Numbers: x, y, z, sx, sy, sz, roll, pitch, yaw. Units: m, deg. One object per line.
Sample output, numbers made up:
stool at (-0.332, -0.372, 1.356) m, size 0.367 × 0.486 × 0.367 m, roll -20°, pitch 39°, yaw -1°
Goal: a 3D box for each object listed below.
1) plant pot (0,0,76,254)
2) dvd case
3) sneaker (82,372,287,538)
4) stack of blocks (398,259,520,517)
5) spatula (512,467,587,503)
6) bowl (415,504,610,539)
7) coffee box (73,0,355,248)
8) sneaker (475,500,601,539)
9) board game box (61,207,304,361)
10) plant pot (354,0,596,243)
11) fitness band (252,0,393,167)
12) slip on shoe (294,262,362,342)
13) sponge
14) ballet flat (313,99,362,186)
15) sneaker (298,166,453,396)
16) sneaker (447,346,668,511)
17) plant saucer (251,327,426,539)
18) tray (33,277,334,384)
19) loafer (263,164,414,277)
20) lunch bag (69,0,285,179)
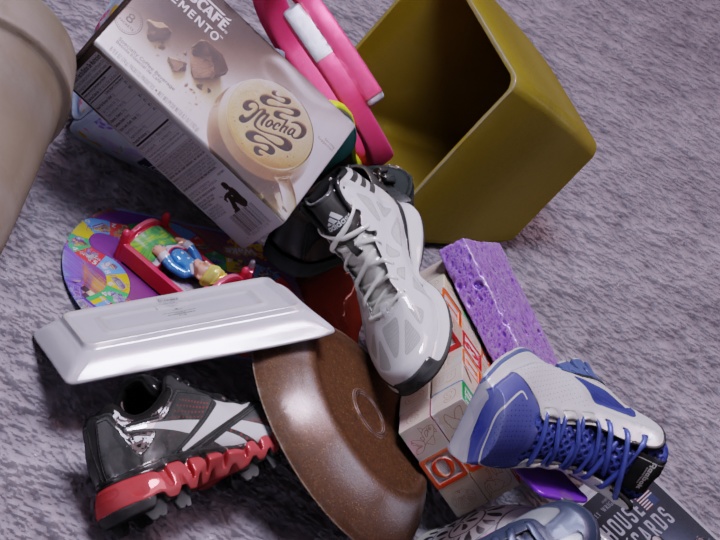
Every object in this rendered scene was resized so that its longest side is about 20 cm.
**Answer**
plant pot at (-0.304, -0.088, 1.295) m, size 0.199 × 0.200 × 0.175 m, roll 17°, pitch 51°, yaw -27°
dvd case at (0.256, 0.246, 1.509) m, size 0.200 × 0.025 × 0.150 m, roll 44°, pitch 32°, yaw 13°
sneaker at (-0.117, 0.111, 1.271) m, size 0.200 × 0.071 × 0.099 m, roll -16°, pitch 80°, yaw -52°
stack of blocks at (0.072, 0.088, 1.447) m, size 0.115 × 0.058 × 0.200 m, roll 54°, pitch 17°, yaw -19°
spatula at (0.156, 0.198, 1.297) m, size 0.056 × 0.021 × 0.201 m, roll 12°, pitch 38°, yaw -37°
bowl at (0.136, 0.236, 1.338) m, size 0.200 × 0.094 × 0.201 m, roll 25°, pitch 31°, yaw -16°
coffee box at (-0.119, -0.131, 1.427) m, size 0.200 × 0.080 × 0.113 m, roll 43°, pitch 58°, yaw -11°
sneaker at (0.081, 0.211, 1.231) m, size 0.199 × 0.082 × 0.070 m, roll -35°, pitch 55°, yaw -16°
board game box at (-0.131, -0.004, 1.430) m, size 0.198 × 0.039 × 0.159 m, roll 13°, pitch 36°, yaw -17°
plant pot at (0.105, -0.140, 1.744) m, size 0.176 × 0.200 × 0.201 m, roll 22°, pitch 31°, yaw -40°
fitness band at (-0.031, -0.179, 1.614) m, size 0.201 × 0.037 × 0.144 m, roll 57°, pitch -8°, yaw -2°
slip on shoe at (-0.022, 0.020, 1.516) m, size 0.074 × 0.061 × 0.200 m, roll 31°, pitch 32°, yaw -9°
sponge at (0.133, 0.067, 1.507) m, size 0.201 × 0.030 × 0.111 m, roll 64°, pitch 16°, yaw 12°
ballet flat at (-0.036, -0.104, 1.588) m, size 0.067 × 0.067 × 0.200 m, roll 54°, pitch -6°, yaw 24°
sneaker at (0.000, 0.000, 1.393) m, size 0.115 × 0.076 × 0.201 m, roll 35°, pitch 29°, yaw -35°
sneaker at (0.159, 0.117, 1.328) m, size 0.115 × 0.081 × 0.199 m, roll 33°, pitch 17°, yaw 29°
plant saucer at (-0.006, 0.113, 1.353) m, size 0.201 × 0.037 × 0.201 m, roll 49°, pitch 20°, yaw -24°
tray at (-0.128, 0.037, 1.318) m, size 0.198 × 0.022 × 0.107 m, roll -10°, pitch 20°, yaw -21°
loafer at (-0.005, -0.055, 1.521) m, size 0.072 × 0.063 × 0.200 m, roll 31°, pitch 33°, yaw 17°
lunch bag at (-0.154, -0.141, 1.550) m, size 0.169 × 0.128 × 0.200 m, roll 24°, pitch 23°, yaw -21°
